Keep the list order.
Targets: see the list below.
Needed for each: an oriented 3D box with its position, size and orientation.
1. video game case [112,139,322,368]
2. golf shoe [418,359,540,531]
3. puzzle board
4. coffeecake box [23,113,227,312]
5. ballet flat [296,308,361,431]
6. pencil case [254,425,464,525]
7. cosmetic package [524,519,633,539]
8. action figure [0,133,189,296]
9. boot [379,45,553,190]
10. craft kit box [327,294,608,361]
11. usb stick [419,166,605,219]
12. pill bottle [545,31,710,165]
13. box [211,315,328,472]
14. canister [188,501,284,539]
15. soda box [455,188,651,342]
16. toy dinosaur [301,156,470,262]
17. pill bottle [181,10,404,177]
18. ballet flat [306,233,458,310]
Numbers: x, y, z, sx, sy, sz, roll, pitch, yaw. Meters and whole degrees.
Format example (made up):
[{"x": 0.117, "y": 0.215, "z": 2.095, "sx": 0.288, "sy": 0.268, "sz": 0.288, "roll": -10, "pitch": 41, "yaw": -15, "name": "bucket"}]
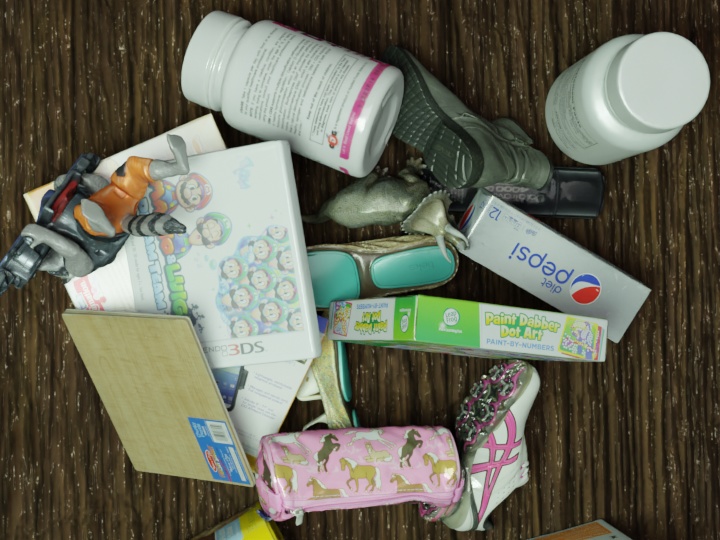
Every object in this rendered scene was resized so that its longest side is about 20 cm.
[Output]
[{"x": -0.135, "y": -0.009, "z": 1.036, "sx": 0.181, "sy": 0.024, "sz": 0.201, "roll": -7, "pitch": 94, "yaw": 22, "name": "video game case"}, {"x": 0.138, "y": 0.180, "z": 1.138, "sx": 0.092, "sy": 0.073, "sz": 0.201, "roll": 20, "pitch": 112, "yaw": -18, "name": "golf shoe"}, {"x": -0.189, "y": 0.121, "z": 1.063, "sx": 0.150, "sy": 0.017, "sz": 0.201, "roll": 1, "pitch": 125, "yaw": 29, "name": "puzzle board"}, {"x": -0.209, "y": -0.045, "z": 1.115, "sx": 0.199, "sy": 0.073, "sz": 0.154, "roll": -24, "pitch": 94, "yaw": -6, "name": "coffeecake box"}, {"x": -0.032, "y": 0.141, "z": 1.138, "sx": 0.070, "sy": 0.071, "sz": 0.201, "roll": -14, "pitch": 92, "yaw": -6, "name": "ballet flat"}, {"x": -0.001, "y": 0.193, "z": 1.067, "sx": 0.199, "sy": 0.083, "sz": 0.087, "roll": -2, "pitch": 79, "yaw": -20, "name": "pencil case"}, {"x": 0.230, "y": 0.310, "z": 1.094, "sx": 0.101, "sy": 0.200, "sz": 0.072, "roll": -14, "pitch": 91, "yaw": -6, "name": "cosmetic package"}, {"x": -0.244, "y": -0.025, "z": 0.987, "sx": 0.105, "sy": 0.193, "sz": 0.200, "roll": 40, "pitch": 56, "yaw": -17, "name": "action figure"}, {"x": 0.104, "y": -0.150, "z": 1.149, "sx": 0.130, "sy": 0.068, "sz": 0.200, "roll": -2, "pitch": 48, "yaw": -40, "name": "boot"}, {"x": 0.096, "y": 0.057, "z": 1.058, "sx": 0.199, "sy": 0.197, "sz": 0.049, "roll": 8, "pitch": 81, "yaw": -23, "name": "craft kit box"}, {"x": 0.161, "y": -0.085, "z": 1.175, "sx": 0.199, "sy": 0.033, "sz": 0.056, "roll": 2, "pitch": 99, "yaw": -6, "name": "usb stick"}, {"x": 0.263, "y": -0.171, "z": 1.102, "sx": 0.114, "sy": 0.200, "sz": 0.115, "roll": 0, "pitch": 89, "yaw": -6, "name": "pill bottle"}, {"x": -0.116, "y": 0.094, "z": 1.104, "sx": 0.119, "sy": 0.042, "sz": 0.201, "roll": 24, "pitch": 110, "yaw": -5, "name": "box"}, {"x": -0.164, "y": 0.313, "z": 1.082, "sx": 0.199, "sy": 0.149, "sz": 0.087, "roll": -28, "pitch": 92, "yaw": -8, "name": "canister"}, {"x": 0.194, "y": -0.006, "z": 1.147, "sx": 0.199, "sy": 0.063, "sz": 0.068, "roll": 29, "pitch": 100, "yaw": -11, "name": "soda box"}, {"x": 0.018, "y": -0.070, "z": 1.111, "sx": 0.199, "sy": 0.102, "sz": 0.077, "roll": 8, "pitch": 108, "yaw": 11, "name": "toy dinosaur"}, {"x": -0.067, "y": -0.178, "z": 1.096, "sx": 0.199, "sy": 0.113, "sz": 0.114, "roll": 22, "pitch": 87, "yaw": 10, "name": "pill bottle"}, {"x": 0.000, "y": 0.000, "z": 1.142, "sx": 0.199, "sy": 0.065, "sz": 0.071, "roll": -4, "pitch": 101, "yaw": -5, "name": "ballet flat"}]
